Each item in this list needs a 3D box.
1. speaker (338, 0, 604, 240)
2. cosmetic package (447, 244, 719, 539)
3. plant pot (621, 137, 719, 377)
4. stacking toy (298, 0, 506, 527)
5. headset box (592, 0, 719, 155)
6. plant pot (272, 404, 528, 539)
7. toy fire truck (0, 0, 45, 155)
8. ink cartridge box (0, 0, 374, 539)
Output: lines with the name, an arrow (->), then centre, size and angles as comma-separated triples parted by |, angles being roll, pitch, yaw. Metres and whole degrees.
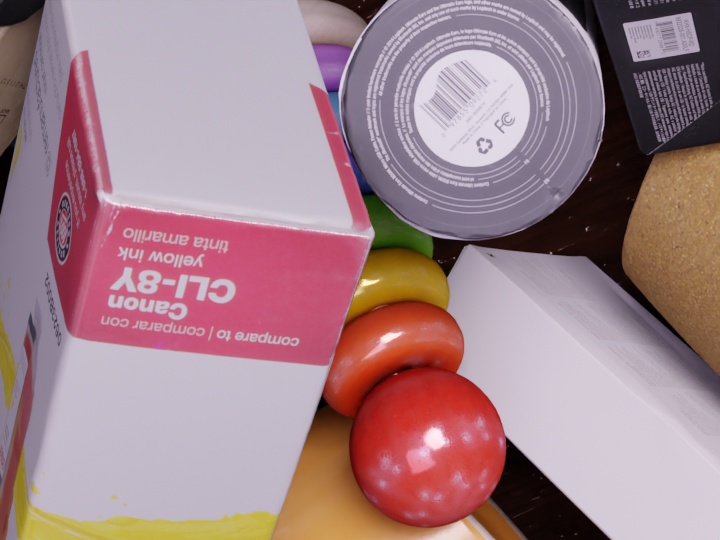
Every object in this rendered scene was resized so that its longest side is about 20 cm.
speaker -> 0.042, -0.069, 0.714 | 0.080, 0.200, 0.082 | 1, 103, 6
cosmetic package -> 0.112, 0.070, 0.750 | 0.200, 0.082, 0.051 | 44, 111, 32
plant pot -> 0.199, 0.004, 0.726 | 0.199, 0.186, 0.188 | 29, 109, 19
stacking toy -> 0.000, 0.000, 0.751 | 0.085, 0.085, 0.201 | -37, 57, 19
headset box -> 0.104, -0.163, 0.669 | 0.074, 0.149, 0.202 | -9, 63, 13
plant pot -> -0.021, 0.151, 0.802 | 0.200, 0.200, 0.183 | 45, 93, -2
toy fire truck -> -0.195, -0.114, 0.732 | 0.200, 0.128, 0.176 | 47, 111, 19
ink cartridge box -> -0.072, 0.024, 0.671 | 0.083, 0.146, 0.201 | 6, 124, -19
